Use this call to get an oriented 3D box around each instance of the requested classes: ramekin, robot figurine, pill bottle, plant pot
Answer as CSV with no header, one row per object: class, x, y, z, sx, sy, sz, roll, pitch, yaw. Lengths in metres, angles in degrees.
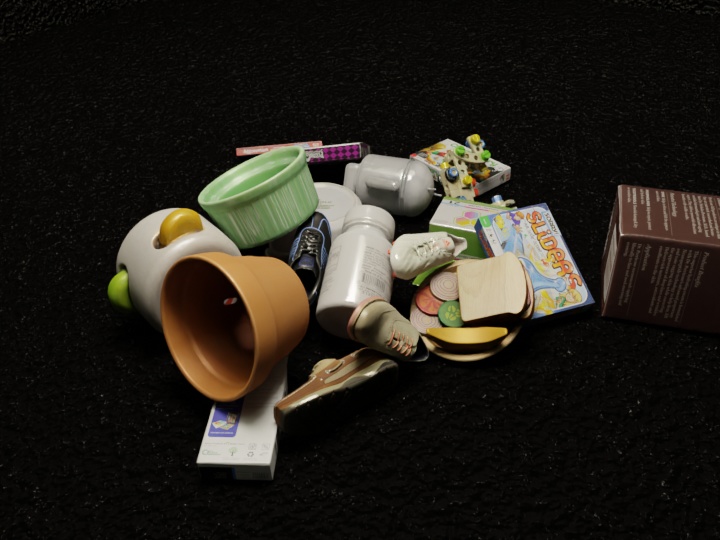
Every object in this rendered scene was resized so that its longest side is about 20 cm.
ramekin,-0.080,-0.089,1.270,0.199,0.095,0.204,-2,36,1
robot figurine,0.065,-0.173,1.360,0.197,0.115,0.169,11,12,16
pill bottle,0.000,0.000,1.080,0.112,0.115,0.202,5,57,10
ramekin,-0.167,-0.123,1.138,0.197,0.099,0.201,-20,25,10
plant pot,-0.164,0.064,0.935,0.198,0.203,0.139,25,28,32

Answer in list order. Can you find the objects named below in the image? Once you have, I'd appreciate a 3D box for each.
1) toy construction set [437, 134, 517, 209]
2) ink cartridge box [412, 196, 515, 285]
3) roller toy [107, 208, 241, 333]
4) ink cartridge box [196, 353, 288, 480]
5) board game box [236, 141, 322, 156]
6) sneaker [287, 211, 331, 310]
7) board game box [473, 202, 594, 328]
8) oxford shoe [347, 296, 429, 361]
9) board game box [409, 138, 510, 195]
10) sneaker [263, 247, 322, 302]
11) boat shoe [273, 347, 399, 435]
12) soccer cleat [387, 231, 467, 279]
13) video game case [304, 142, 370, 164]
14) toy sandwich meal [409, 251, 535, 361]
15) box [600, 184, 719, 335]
toy construction set,0.230,-0.176,1.354,0.129,0.092,0.202,-11,66,-24
ink cartridge box,0.192,-0.044,1.210,0.146,0.077,0.201,12,37,19
roller toy,-0.284,0.004,1.074,0.139,0.202,0.182,34,5,38
ink cartridge box,-0.157,0.198,0.931,0.098,0.040,0.201,0,38,4
board game box,-0.190,-0.285,1.570,0.196,0.020,0.103,-6,9,-5
sneaker,-0.082,-0.019,1.084,0.069,0.078,0.203,12,62,-7
board game box,0.290,-0.011,1.125,0.133,0.035,0.202,-13,64,-14
oxford shoe,0.047,0.089,0.961,0.073,0.072,0.199,30,2,29
board game box,0.222,-0.232,1.499,0.125,0.035,0.199,-27,43,-30
sneaker,-0.074,0.003,1.158,0.196,0.082,0.077,1,34,1
boat shoe,-0.038,0.165,0.940,0.198,0.077,0.074,-17,41,-34
soccer cleat,0.111,-0.033,1.091,0.077,0.070,0.199,-11,4,31
video game case,-0.084,-0.253,1.465,0.196,0.036,0.181,-5,9,7
toy sandwich meal,0.171,0.049,1.040,0.202,0.071,0.208,-8,54,12
box,0.506,-0.020,1.084,0.197,0.168,0.165,9,36,14
